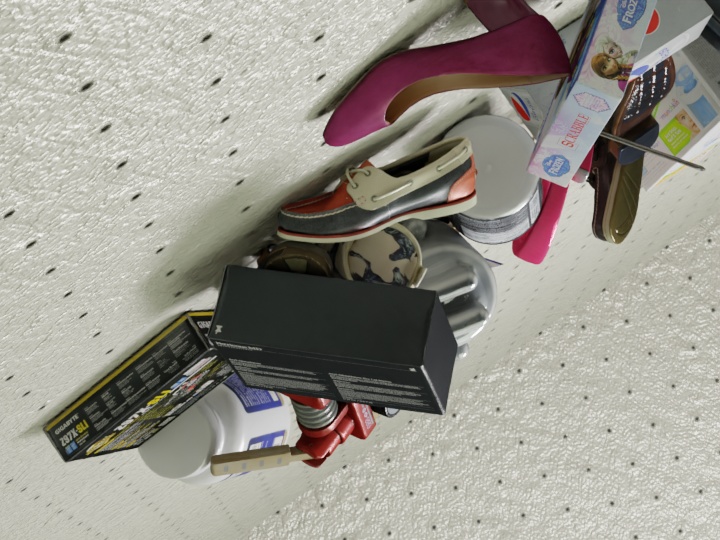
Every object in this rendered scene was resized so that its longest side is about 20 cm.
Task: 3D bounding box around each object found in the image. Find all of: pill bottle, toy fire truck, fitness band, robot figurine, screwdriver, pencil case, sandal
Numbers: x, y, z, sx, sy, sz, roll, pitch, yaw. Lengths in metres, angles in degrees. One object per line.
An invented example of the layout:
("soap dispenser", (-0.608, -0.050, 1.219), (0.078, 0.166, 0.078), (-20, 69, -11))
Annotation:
("pill bottle", (0.132, -0.085, 1.816), (0.106, 0.106, 0.200), (-35, 169, 0))
("toy fire truck", (-0.065, 0.139, 1.891), (0.200, 0.128, 0.176), (-53, 148, -26))
("fitness band", (0.210, -0.096, 1.940), (0.200, 0.037, 0.144), (-74, -173, -46))
("robot figurine", (0.072, 0.011, 1.845), (0.113, 0.170, 0.200), (-17, -162, -7))
("screwdriver", (0.254, -0.135, 1.808), (0.029, 0.199, 0.028), (-86, -165, -76))
("pencil case", (0.000, 0.000, 1.727), (0.200, 0.089, 0.078), (163, -58, -74))
("pill bottle", (-0.167, 0.177, 2.001), (0.120, 0.120, 0.200), (-38, 168, 16))
("sandal", (-0.072, -0.002, 1.680), (0.081, 0.055, 0.200), (14, 161, -10))

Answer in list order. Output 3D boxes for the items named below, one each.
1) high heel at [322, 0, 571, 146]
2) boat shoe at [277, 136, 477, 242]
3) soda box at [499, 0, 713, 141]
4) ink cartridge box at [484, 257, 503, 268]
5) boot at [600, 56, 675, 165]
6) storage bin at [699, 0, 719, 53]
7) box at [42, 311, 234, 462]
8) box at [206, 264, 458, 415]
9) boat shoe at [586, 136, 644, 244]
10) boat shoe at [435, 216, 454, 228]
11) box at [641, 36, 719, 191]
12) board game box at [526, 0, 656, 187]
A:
("high heel", (0.066, -0.138, 1.411), (0.200, 0.096, 0.067), (-38, 169, 16))
("boat shoe", (0.015, -0.072, 1.625), (0.199, 0.063, 0.071), (-14, -154, -19))
("soda box", (0.232, -0.207, 1.693), (0.200, 0.068, 0.063), (-33, 169, -12))
("ink cartridge box", (0.057, 0.025, 2.015), (0.199, 0.039, 0.099), (-16, -164, -24))
("boot", (0.262, -0.193, 1.834), (0.075, 0.097, 0.200), (-32, 157, -15))
("storage bin", (0.425, -0.291, 1.769), (0.200, 0.146, 0.134), (-23, 154, -47))
("box", (-0.204, 0.116, 1.822), (0.200, 0.049, 0.160), (-38, 166, 16))
("box", (-0.022, 0.064, 1.635), (0.199, 0.079, 0.141), (7, 162, 14))
("boat shoe", (0.271, -0.116, 1.954), (0.066, 0.201, 0.072), (1, 149, 24))
("boat shoe", (0.038, -0.012, 1.972), (0.200, 0.060, 0.072), (-22, -156, -39))
("box", (0.373, -0.195, 2.051), (0.101, 0.113, 0.200), (-30, 169, -29))
("board game box", (0.203, -0.193, 1.463), (0.200, 0.041, 0.201), (109, 3, -71))
